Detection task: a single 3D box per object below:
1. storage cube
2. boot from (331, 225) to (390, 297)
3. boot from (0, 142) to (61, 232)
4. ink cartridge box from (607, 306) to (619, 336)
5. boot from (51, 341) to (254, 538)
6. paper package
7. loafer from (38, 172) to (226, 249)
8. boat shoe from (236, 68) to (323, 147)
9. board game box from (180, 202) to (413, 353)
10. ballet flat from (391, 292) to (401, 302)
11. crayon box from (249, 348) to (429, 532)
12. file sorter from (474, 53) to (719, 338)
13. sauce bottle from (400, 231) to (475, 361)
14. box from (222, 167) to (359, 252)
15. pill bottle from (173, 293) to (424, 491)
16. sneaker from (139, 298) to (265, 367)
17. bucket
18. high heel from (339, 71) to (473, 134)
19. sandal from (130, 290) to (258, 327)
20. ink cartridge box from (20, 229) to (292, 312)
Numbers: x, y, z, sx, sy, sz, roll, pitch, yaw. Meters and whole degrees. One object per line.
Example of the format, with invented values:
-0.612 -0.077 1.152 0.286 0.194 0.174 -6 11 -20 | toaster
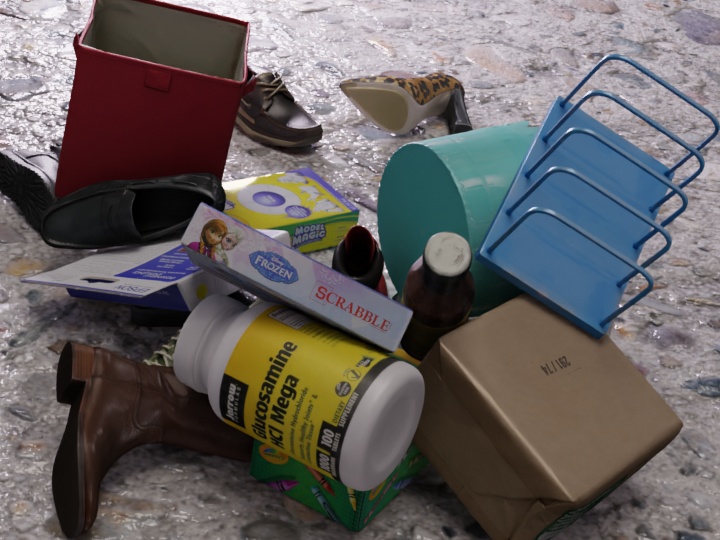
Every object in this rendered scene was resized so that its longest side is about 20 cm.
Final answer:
-0.223 -0.176 1.579 0.198 0.181 0.171 12 30 -10 | storage cube
0.000 0.000 1.486 0.072 0.145 0.200 8 29 1 | boot
-0.299 -0.107 1.670 0.199 0.066 0.165 -11 38 -38 | boot
0.223 0.023 1.533 0.067 0.118 0.201 5 32 -10 | ink cartridge box
-0.164 0.155 1.267 0.199 0.064 0.188 14 54 -28 | boot
0.158 0.127 1.297 0.199 0.104 0.191 -22 65 -47 | paper package
-0.238 -0.061 1.501 0.199 0.069 0.070 -11 10 2 | loafer
-0.131 -0.222 1.889 0.199 0.074 0.074 28 35 28 | boat shoe
-0.058 0.013 1.279 0.199 0.041 0.200 27 -6 -2 | board game box
0.114 0.010 1.584 0.071 0.072 0.200 26 36 27 | ballet flat
0.004 0.144 1.329 0.118 0.059 0.200 24 34 23 | crayon box
0.221 -0.072 1.313 0.138 0.123 0.201 32 61 -6 | file sorter
0.069 0.024 1.276 0.065 0.200 0.067 1 70 -3 | sauce bottle
-0.115 -0.060 1.652 0.199 0.049 0.117 -15 38 -32 | box
-0.055 0.096 1.226 0.199 0.113 0.112 23 33 24 | pill bottle
-0.158 0.075 1.369 0.199 0.090 0.067 -14 38 -33 | sneaker
0.115 -0.045 1.441 0.134 0.209 0.207 -9 35 -27 | bucket
0.055 -0.246 1.974 0.199 0.072 0.143 17 34 -20 | high heel
-0.133 0.045 1.480 0.198 0.043 0.076 1 24 10 | sandal
-0.202 0.004 1.458 0.197 0.047 0.199 6 24 43 | ink cartridge box
